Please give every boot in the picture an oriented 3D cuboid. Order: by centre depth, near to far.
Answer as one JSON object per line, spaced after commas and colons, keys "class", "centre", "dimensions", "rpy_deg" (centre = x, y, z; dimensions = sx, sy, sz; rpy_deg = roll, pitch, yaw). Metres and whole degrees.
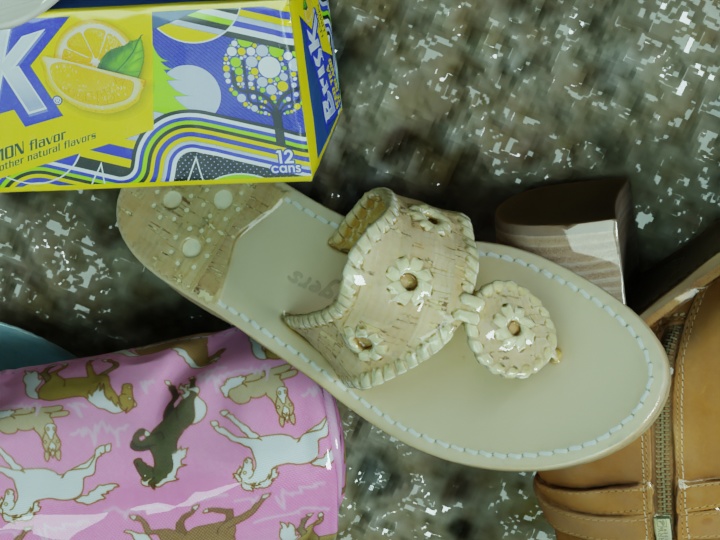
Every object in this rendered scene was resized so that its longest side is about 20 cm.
{"class": "boot", "centre": [0.145, 0.046, 0.954], "dimensions": [0.200, 0.077, 0.155], "rpy_deg": [-5, 112, 16]}

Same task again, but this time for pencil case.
{"class": "pencil case", "centre": [-0.106, 0.071, 0.985], "dimensions": [0.200, 0.087, 0.083], "rpy_deg": [-11, 119, -6]}

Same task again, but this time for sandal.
{"class": "sandal", "centre": [-0.003, 0.005, 0.922], "dimensions": [0.212, 0.070, 0.078], "rpy_deg": [24, 83, 24]}

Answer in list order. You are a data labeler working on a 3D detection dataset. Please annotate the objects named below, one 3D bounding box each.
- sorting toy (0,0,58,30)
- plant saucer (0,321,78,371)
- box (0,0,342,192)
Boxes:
{"class": "sorting toy", "centre": [-0.105, -0.173, 0.866], "dimensions": [0.200, 0.107, 0.180], "rpy_deg": [-18, 105, 18]}
{"class": "plant saucer", "centre": [-0.165, 0.110, 1.047], "dimensions": [0.201, 0.039, 0.201], "rpy_deg": [-1, 100, -7]}
{"class": "box", "centre": [-0.112, -0.070, 0.954], "dimensions": [0.200, 0.064, 0.070], "rpy_deg": [-1, 116, 12]}
